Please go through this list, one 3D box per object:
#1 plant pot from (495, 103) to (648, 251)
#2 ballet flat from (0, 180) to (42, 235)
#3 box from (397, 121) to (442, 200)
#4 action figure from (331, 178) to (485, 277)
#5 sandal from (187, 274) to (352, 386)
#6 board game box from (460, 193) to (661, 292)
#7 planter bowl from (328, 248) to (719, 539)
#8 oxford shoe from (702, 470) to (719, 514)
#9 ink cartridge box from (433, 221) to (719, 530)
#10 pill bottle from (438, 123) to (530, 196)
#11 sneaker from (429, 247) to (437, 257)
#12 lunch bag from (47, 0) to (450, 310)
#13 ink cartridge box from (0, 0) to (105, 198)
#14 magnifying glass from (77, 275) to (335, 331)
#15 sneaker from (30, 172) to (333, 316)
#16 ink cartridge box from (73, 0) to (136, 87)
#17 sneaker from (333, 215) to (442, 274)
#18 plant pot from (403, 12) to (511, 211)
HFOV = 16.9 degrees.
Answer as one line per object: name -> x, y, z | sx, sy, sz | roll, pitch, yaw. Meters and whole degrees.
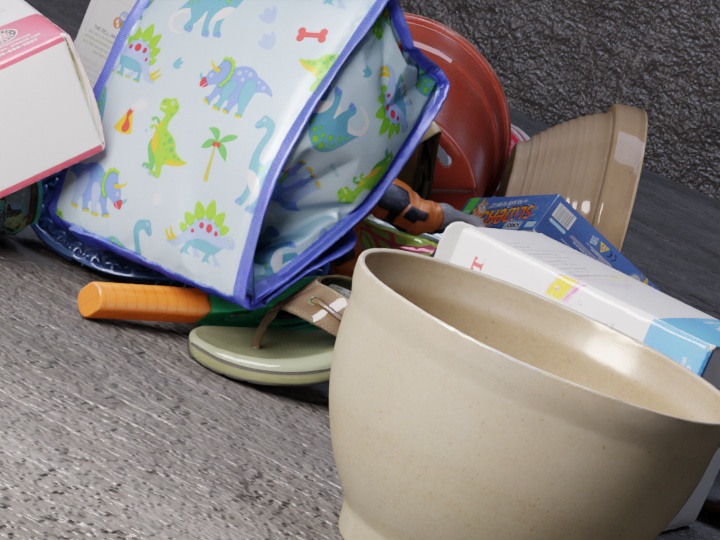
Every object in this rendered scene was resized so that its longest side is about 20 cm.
plant pot -> 0.152, -0.042, 1.889 | 0.093, 0.201, 0.201 | 17, 10, -2
ballet flat -> -0.261, -0.076, 1.555 | 0.074, 0.074, 0.200 | 17, 8, -27
box -> -0.014, -0.135, 1.679 | 0.200, 0.021, 0.163 | 54, -14, 16
action figure -> -0.033, -0.050, 1.614 | 0.193, 0.105, 0.200 | 43, -38, -19
sandal -> -0.003, 0.029, 1.431 | 0.201, 0.057, 0.080 | -6, 12, 5
board game box -> 0.168, 0.022, 1.738 | 0.200, 0.034, 0.135 | 42, -16, -18
planter bowl -> 0.066, 0.090, 1.193 | 0.200, 0.135, 0.200 | 23, 10, -4
oxford shoe -> 0.228, 0.132, 1.584 | 0.200, 0.071, 0.071 | 25, -19, 20
ink cartridge box -> 0.126, 0.060, 1.495 | 0.200, 0.129, 0.125 | 28, 11, 25
pill bottle -> 0.084, -0.090, 2.227 | 0.112, 0.112, 0.200 | 27, 11, 24
sneaker -> 0.119, 0.042, 1.698 | 0.200, 0.088, 0.076 | 18, 9, -31
lunch bag -> -0.073, -0.082, 1.449 | 0.170, 0.200, 0.127 | 22, -20, 37
ink cartridge box -> -0.262, -0.109, 1.463 | 0.146, 0.083, 0.200 | -27, 31, -16
magnifying glass -> -0.080, 0.021, 1.468 | 0.200, 0.022, 0.080 | 2, -22, -40
sneaker -> -0.115, -0.011, 1.552 | 0.200, 0.070, 0.078 | 16, -16, 5
ink cartridge box -> -0.135, -0.137, 1.745 | 0.148, 0.200, 0.076 | 30, 12, 34
sneaker -> 0.000, 0.000, 1.738 | 0.200, 0.078, 0.090 | 28, 36, -1
plant pot -> 0.017, -0.082, 1.869 | 0.201, 0.201, 0.195 | 22, 18, -4
